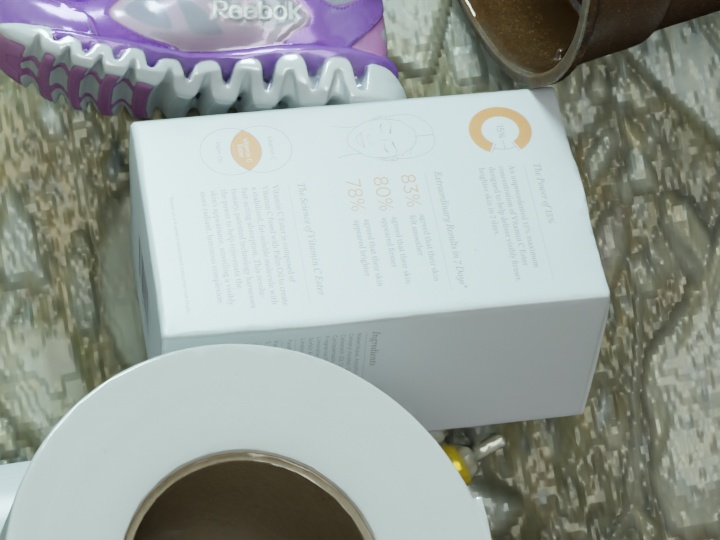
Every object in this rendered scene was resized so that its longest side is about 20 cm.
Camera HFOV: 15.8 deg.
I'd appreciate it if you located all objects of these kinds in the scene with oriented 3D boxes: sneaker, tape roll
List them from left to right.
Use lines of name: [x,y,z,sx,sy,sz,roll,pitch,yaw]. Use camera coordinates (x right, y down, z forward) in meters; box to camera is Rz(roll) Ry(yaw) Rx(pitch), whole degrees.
sneaker: [-0.074,-0.117,1.215,0.199,0.080,0.089,5,81,-13]
tape roll: [-0.058,0.149,1.071,0.202,0.139,0.203,7,63,-14]

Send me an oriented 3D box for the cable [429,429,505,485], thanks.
cable: [-0.030,0.115,1.223,0.097,0.050,0.200,45,81,-3]

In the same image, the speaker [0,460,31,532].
speaker: [-0.178,0.131,1.185,0.199,0.081,0.082,-8,89,-9]

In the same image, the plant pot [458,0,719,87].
plant pot: [0.152,-0.201,1.200,0.197,0.200,0.201,-12,90,-17]

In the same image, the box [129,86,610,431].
box: [0.000,0.000,1.183,0.199,0.098,0.125,-5,53,-8]
